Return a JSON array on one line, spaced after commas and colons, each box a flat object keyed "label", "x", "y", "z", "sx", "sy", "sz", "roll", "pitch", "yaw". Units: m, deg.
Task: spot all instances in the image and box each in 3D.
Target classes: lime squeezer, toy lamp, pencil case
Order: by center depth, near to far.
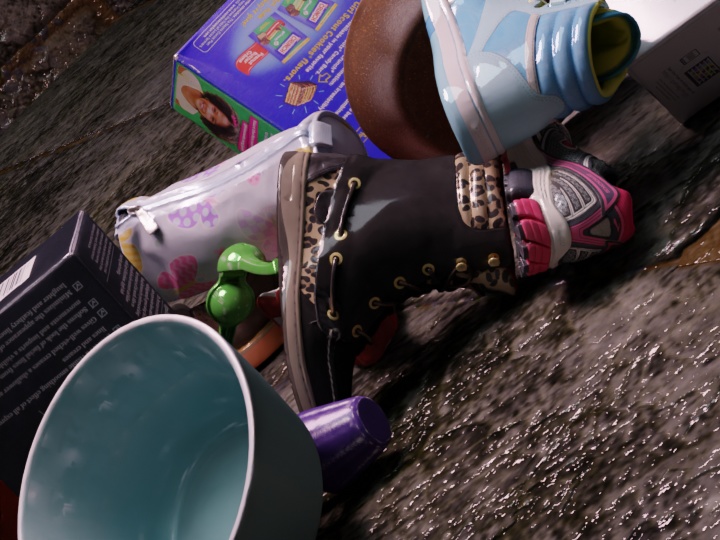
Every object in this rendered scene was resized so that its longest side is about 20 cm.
[{"label": "toy lamp", "x": -0.065, "y": 0.140, "z": 1.372, "sx": 0.200, "sy": 0.058, "sz": 0.058, "roll": -36, "pitch": 17, "yaw": 28}, {"label": "lime squeezer", "x": -0.084, "y": 0.025, "z": 1.577, "sx": 0.038, "sy": 0.071, "sz": 0.200, "roll": -16, "pitch": -27, "yaw": -28}, {"label": "pencil case", "x": -0.086, "y": -0.048, "z": 1.626, "sx": 0.200, "sy": 0.091, "sz": 0.083, "roll": -22, "pitch": 32, "yaw": 27}]

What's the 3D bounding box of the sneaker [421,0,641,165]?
[{"label": "sneaker", "x": 0.112, "y": -0.157, "z": 1.412, "sx": 0.130, "sy": 0.080, "sz": 0.200, "roll": -21, "pitch": 42, "yaw": 12}]

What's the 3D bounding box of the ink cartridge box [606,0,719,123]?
[{"label": "ink cartridge box", "x": 0.230, "y": -0.231, "z": 1.456, "sx": 0.176, "sy": 0.084, "sz": 0.200, "roll": -35, "pitch": 48, "yaw": 18}]

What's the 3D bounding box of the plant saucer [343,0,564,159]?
[{"label": "plant saucer", "x": 0.087, "y": -0.152, "z": 1.555, "sx": 0.200, "sy": 0.200, "sz": 0.037, "roll": -40, "pitch": 36, "yaw": 3}]

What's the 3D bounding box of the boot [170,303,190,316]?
[{"label": "boot", "x": -0.208, "y": 0.118, "z": 1.727, "sx": 0.154, "sy": 0.074, "sz": 0.204, "roll": -34, "pitch": 11, "yaw": 31}]

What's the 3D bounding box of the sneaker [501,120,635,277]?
[{"label": "sneaker", "x": 0.132, "y": -0.049, "z": 1.399, "sx": 0.075, "sy": 0.081, "sz": 0.200, "roll": -10, "pitch": 22, "yaw": 5}]

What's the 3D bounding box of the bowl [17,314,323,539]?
[{"label": "bowl", "x": -0.100, "y": 0.137, "z": 1.291, "sx": 0.201, "sy": 0.105, "sz": 0.201, "roll": -19, "pitch": 60, "yaw": 37}]

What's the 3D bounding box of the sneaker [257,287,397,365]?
[{"label": "sneaker", "x": 0.000, "y": 0.000, "z": 1.548, "sx": 0.116, "sy": 0.078, "sz": 0.200, "roll": -47, "pitch": 18, "yaw": -13}]

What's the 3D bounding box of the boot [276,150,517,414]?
[{"label": "boot", "x": 0.026, "y": 0.013, "z": 1.410, "sx": 0.150, "sy": 0.200, "sz": 0.073, "roll": -6, "pitch": -16, "yaw": 5}]

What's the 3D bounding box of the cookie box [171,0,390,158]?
[{"label": "cookie box", "x": -0.020, "y": -0.149, "z": 1.725, "sx": 0.171, "sy": 0.200, "sz": 0.075, "roll": -49, "pitch": -15, "yaw": -26}]

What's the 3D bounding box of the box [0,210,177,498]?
[{"label": "box", "x": -0.187, "y": 0.087, "z": 1.525, "sx": 0.148, "sy": 0.200, "sz": 0.107, "roll": -38, "pitch": 16, "yaw": 9}]

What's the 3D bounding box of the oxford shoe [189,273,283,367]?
[{"label": "oxford shoe", "x": -0.058, "y": -0.010, "z": 1.710, "sx": 0.071, "sy": 0.073, "sz": 0.200, "roll": -21, "pitch": 25, "yaw": 51}]

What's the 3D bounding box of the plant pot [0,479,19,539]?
[{"label": "plant pot", "x": -0.348, "y": 0.176, "z": 1.640, "sx": 0.176, "sy": 0.200, "sz": 0.200, "roll": -19, "pitch": 41, "yaw": 11}]
